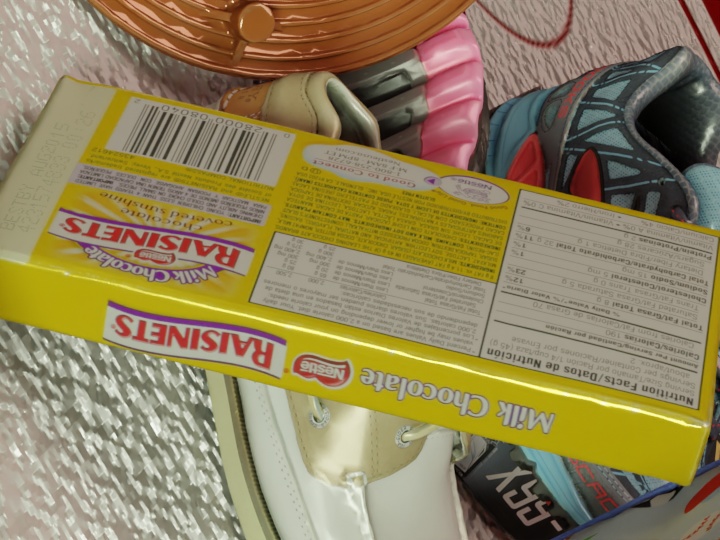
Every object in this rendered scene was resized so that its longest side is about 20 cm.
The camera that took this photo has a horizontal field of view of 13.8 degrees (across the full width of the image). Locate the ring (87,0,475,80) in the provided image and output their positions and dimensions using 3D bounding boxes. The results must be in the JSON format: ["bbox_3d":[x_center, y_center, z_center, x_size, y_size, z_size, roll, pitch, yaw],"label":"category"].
[{"bbox_3d":[-0.018,-0.158,0.916,0.201,0.200,0.019,53,-11,-22],"label":"ring"}]

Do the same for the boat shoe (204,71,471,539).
[{"bbox_3d":[-0.001,0.038,0.878,0.075,0.068,0.201,-15,80,-65],"label":"boat shoe"}]

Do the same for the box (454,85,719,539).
[{"bbox_3d":[0.093,0.056,1.069,0.200,0.050,0.158,52,28,-23],"label":"box"}]

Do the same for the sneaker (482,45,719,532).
[{"bbox_3d":[0.091,0.006,0.942,0.079,0.095,0.201,37,36,-42],"label":"sneaker"}]

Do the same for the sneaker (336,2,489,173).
[{"bbox_3d":[0.012,-0.061,1.013,0.096,0.078,0.201,65,19,-51],"label":"sneaker"}]

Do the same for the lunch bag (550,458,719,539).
[{"bbox_3d":[0.057,0.116,0.758,0.076,0.199,0.160,59,24,-10],"label":"lunch bag"}]

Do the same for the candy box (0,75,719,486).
[{"bbox_3d":[0.000,0.000,0.809,0.102,0.199,0.027,-71,174,-56],"label":"candy box"}]
